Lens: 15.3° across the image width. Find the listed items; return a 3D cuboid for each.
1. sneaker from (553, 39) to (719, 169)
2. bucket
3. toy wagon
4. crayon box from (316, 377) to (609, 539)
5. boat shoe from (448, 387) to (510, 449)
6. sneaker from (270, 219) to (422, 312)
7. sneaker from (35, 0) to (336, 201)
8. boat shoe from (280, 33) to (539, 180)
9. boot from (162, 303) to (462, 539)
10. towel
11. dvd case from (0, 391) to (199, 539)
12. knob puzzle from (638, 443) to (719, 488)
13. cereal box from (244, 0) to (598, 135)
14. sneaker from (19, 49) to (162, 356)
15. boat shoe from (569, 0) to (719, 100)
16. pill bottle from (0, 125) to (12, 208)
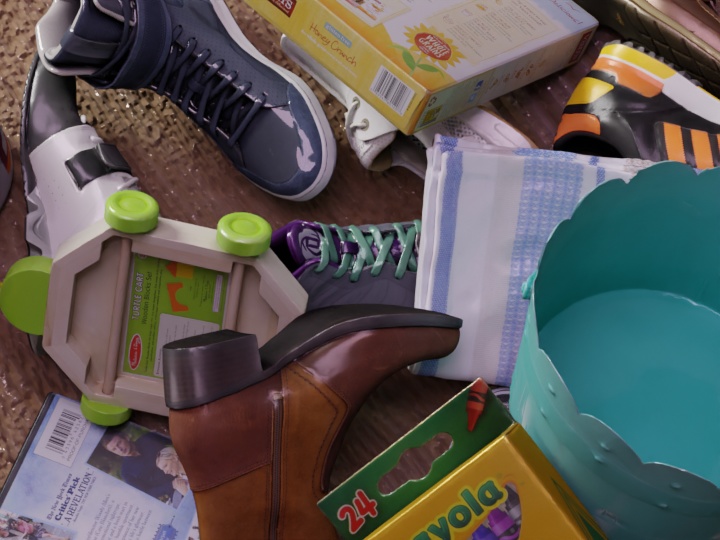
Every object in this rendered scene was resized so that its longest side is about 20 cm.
[{"bbox_3d":[0.212,-0.060,1.663,0.200,0.070,0.090,33,81,22],"label":"sneaker"},{"bbox_3d":[0.182,0.055,1.508,0.206,0.135,0.208,5,62,-9],"label":"bucket"},{"bbox_3d":[-0.134,0.024,1.611,0.199,0.156,0.040,12,33,2],"label":"toy wagon"},{"bbox_3d":[0.076,0.177,1.476,0.127,0.051,0.200,-39,87,13],"label":"crayon box"},{"bbox_3d":[0.067,0.156,1.580,0.073,0.068,0.200,17,69,13],"label":"boat shoe"},{"bbox_3d":[0.000,0.000,1.633,0.199,0.088,0.075,-12,64,10],"label":"sneaker"},{"bbox_3d":[-0.116,-0.118,1.673,0.202,0.146,0.077,48,117,27],"label":"sneaker"},{"bbox_3d":[0.021,-0.096,1.693,0.200,0.071,0.069,34,74,17],"label":"boat shoe"},{"bbox_3d":[-0.016,0.126,1.562,0.187,0.068,0.201,-13,99,-27],"label":"boot"},{"bbox_3d":[0.130,0.002,1.612,0.199,0.024,0.148,6,97,-5],"label":"towel"},{"bbox_3d":[-0.130,0.171,1.623,0.199,0.018,0.143,20,71,13],"label":"dvd case"},{"bbox_3d":[0.155,0.201,1.546,0.218,0.030,0.221,3,76,-11],"label":"knob puzzle"},{"bbox_3d":[0.041,-0.162,1.675,0.144,0.040,0.200,40,35,20],"label":"cereal box"},{"bbox_3d":[-0.169,-0.047,1.695,0.088,0.074,0.201,-6,76,3],"label":"sneaker"},{"bbox_3d":[0.196,-0.172,1.706,0.200,0.072,0.068,38,77,22],"label":"boat shoe"},{"bbox_3d":[-0.290,-0.099,1.657,0.113,0.200,0.115,-2,66,5],"label":"pill bottle"}]
